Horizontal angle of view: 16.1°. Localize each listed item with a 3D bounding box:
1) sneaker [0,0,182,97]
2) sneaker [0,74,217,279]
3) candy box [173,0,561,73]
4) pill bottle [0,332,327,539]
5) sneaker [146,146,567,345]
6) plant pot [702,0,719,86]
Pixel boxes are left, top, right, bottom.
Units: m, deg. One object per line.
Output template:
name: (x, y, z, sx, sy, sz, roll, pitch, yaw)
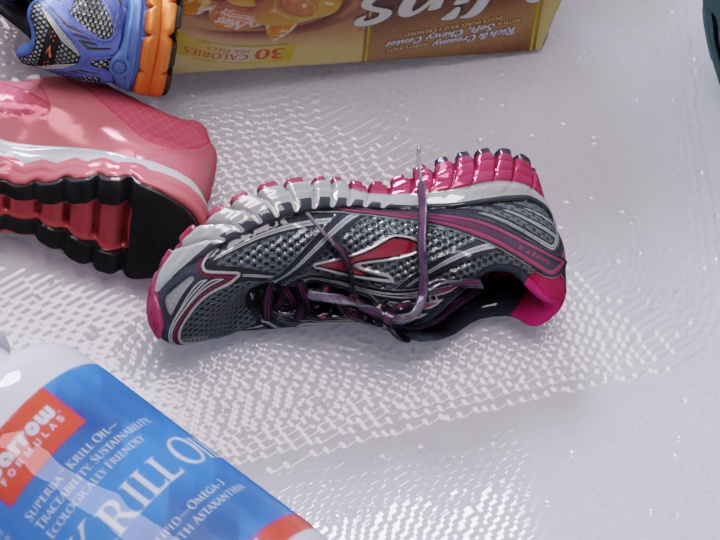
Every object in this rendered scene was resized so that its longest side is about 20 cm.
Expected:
sneaker: (-0.147, -0.159, 1.216, 0.078, 0.076, 0.200, -1, 37, -26)
sneaker: (-0.161, -0.058, 1.194, 0.199, 0.074, 0.087, 16, 42, 2)
candy box: (0.005, -0.154, 1.218, 0.199, 0.116, 0.056, -6, 59, -18)
pill bottle: (-0.120, 0.101, 1.062, 0.200, 0.112, 0.112, 35, 61, 14)
sneaker: (0.000, 0.000, 1.157, 0.199, 0.081, 0.075, -13, 62, -14)
plant pot: (0.281, -0.121, 1.207, 0.195, 0.201, 0.201, -24, 63, -11)
